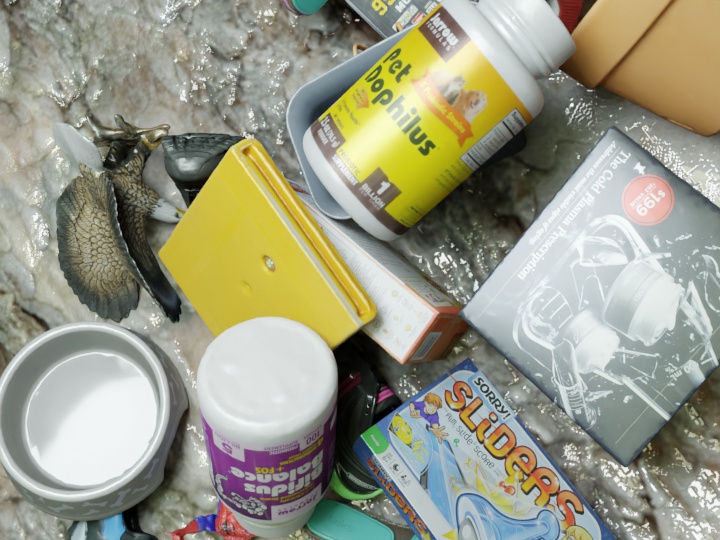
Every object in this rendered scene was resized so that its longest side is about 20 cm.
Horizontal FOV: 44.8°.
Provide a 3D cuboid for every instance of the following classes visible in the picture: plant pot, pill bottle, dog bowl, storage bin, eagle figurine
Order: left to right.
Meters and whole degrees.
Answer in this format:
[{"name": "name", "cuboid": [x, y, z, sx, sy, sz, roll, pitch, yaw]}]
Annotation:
[{"name": "dog bowl", "cuboid": [-0.275, 0.144, 0.879, 0.196, 0.059, 0.203, 1, 69, -3]}, {"name": "eagle figurine", "cuboid": [-0.242, -0.051, 0.896, 0.148, 0.152, 0.204, 8, 83, 1]}, {"name": "pill bottle", "cuboid": [-0.075, 0.143, 0.738, 0.110, 0.202, 0.113, 1, 48, -2]}, {"name": "storage bin", "cuboid": [0.051, -0.134, 0.785, 0.198, 0.134, 0.148, -25, 78, 16]}, {"name": "pill bottle", "cuboid": [0.059, -0.124, 0.652, 0.200, 0.109, 0.110, -41, 73, 13]}, {"name": "plant pot", "cuboid": [0.267, -0.203, 0.691, 0.140, 0.200, 0.201, 39, 99, 1]}]

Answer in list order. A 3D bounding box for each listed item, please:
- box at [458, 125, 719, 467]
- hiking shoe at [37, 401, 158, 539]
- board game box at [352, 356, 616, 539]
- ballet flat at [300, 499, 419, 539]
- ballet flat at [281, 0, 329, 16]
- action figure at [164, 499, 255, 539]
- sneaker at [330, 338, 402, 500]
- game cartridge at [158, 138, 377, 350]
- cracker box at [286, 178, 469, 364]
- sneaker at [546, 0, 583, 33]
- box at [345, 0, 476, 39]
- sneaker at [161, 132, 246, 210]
[{"name": "box", "cuboid": [0.218, 0.021, 0.725, 0.182, 0.104, 0.201, 42, 100, 17]}, {"name": "hiking shoe", "cuboid": [-0.274, 0.220, 0.922, 0.086, 0.074, 0.203, -21, 80, -2]}, {"name": "board game box", "cuboid": [0.105, 0.191, 0.749, 0.134, 0.035, 0.201, -30, 72, -29]}, {"name": "ballet flat", "cuboid": [0.036, 0.267, 0.796, 0.197, 0.068, 0.076, 13, 135, 25]}, {"name": "ballet flat", "cuboid": [-0.005, -0.324, 0.813, 0.199, 0.069, 0.072, -41, 53, 14]}, {"name": "action figure", "cuboid": [-0.137, 0.196, 0.852, 0.064, 0.099, 0.204, -3, 87, 21]}, {"name": "sneaker", "cuboid": [-0.003, 0.109, 0.816, 0.083, 0.076, 0.203, -14, 91, 27]}, {"name": "game cartridge", "cuboid": [-0.089, 0.008, 0.763, 0.177, 0.032, 0.200, 54, 142, 3]}, {"name": "cracker box", "cuboid": [0.000, 0.000, 0.793, 0.199, 0.134, 0.058, 41, 100, 19]}, {"name": "sneaker", "cuboid": [0.177, -0.293, 0.740, 0.200, 0.077, 0.117, -52, 31, 43]}, {"name": "box", "cuboid": [0.064, -0.325, 0.842, 0.200, 0.048, 0.159, -46, 73, 11]}, {"name": "sneaker", "cuboid": [-0.141, -0.084, 0.831, 0.075, 0.200, 0.093, 2, 96, 2]}]
